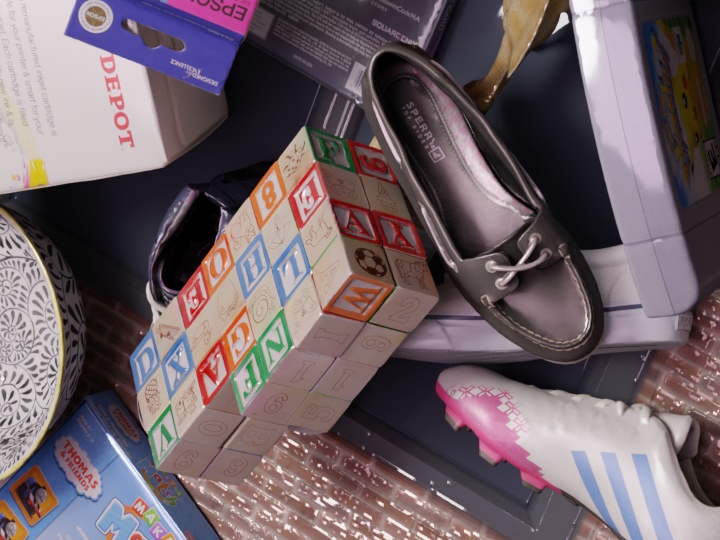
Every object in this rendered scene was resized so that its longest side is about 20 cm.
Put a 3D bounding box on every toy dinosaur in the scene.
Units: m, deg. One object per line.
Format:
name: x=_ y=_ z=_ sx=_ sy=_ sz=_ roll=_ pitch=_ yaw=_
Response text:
toy dinosaur: x=0.101 y=-0.152 z=1.142 sx=0.058 sy=0.101 sz=0.200 roll=24 pitch=142 yaw=-1

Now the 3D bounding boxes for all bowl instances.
bowl: x=-0.244 y=0.036 z=1.378 sx=0.200 sy=0.094 sz=0.201 roll=4 pitch=99 yaw=30

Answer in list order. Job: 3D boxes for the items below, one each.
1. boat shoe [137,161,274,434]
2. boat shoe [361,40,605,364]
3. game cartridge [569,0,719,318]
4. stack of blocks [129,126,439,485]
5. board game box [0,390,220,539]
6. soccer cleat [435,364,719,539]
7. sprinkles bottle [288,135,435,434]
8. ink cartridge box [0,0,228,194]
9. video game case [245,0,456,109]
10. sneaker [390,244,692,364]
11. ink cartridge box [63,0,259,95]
boat shoe: x=-0.106 y=0.025 z=1.297 sx=0.075 sy=0.093 sz=0.200 roll=31 pitch=110 yaw=24
boat shoe: x=0.060 y=-0.036 z=1.135 sx=0.067 sy=0.057 sz=0.200 roll=-34 pitch=78 yaw=5
game cartridge: x=0.153 y=-0.081 z=1.102 sx=0.040 sy=0.133 sz=0.200 roll=-11 pitch=95 yaw=27
stack of blocks: x=-0.048 y=0.033 z=1.186 sx=0.200 sy=0.059 sz=0.115 roll=-51 pitch=40 yaw=32
board game box: x=-0.187 y=0.199 z=1.399 sx=0.200 sy=0.037 sz=0.151 roll=-45 pitch=74 yaw=27
soccer cleat: x=0.137 y=0.098 z=1.187 sx=0.200 sy=0.070 sz=0.086 roll=37 pitch=99 yaw=18
sprinkles bottle: x=0.000 y=0.000 z=1.247 sx=0.068 sy=0.068 sz=0.200 roll=39 pitch=113 yaw=21
ink cartridge box: x=-0.199 y=-0.131 z=1.263 sx=0.200 sy=0.145 sz=0.148 roll=-7 pitch=105 yaw=14
video game case: x=0.004 y=-0.206 z=1.246 sx=0.143 sy=0.019 sz=0.200 roll=32 pitch=109 yaw=23
sneaker: x=0.085 y=0.013 z=1.192 sx=0.200 sy=0.073 sz=0.071 roll=-3 pitch=80 yaw=10
ink cartridge box: x=-0.084 y=-0.193 z=1.127 sx=0.095 sy=0.037 sz=0.200 roll=21 pitch=113 yaw=-7
